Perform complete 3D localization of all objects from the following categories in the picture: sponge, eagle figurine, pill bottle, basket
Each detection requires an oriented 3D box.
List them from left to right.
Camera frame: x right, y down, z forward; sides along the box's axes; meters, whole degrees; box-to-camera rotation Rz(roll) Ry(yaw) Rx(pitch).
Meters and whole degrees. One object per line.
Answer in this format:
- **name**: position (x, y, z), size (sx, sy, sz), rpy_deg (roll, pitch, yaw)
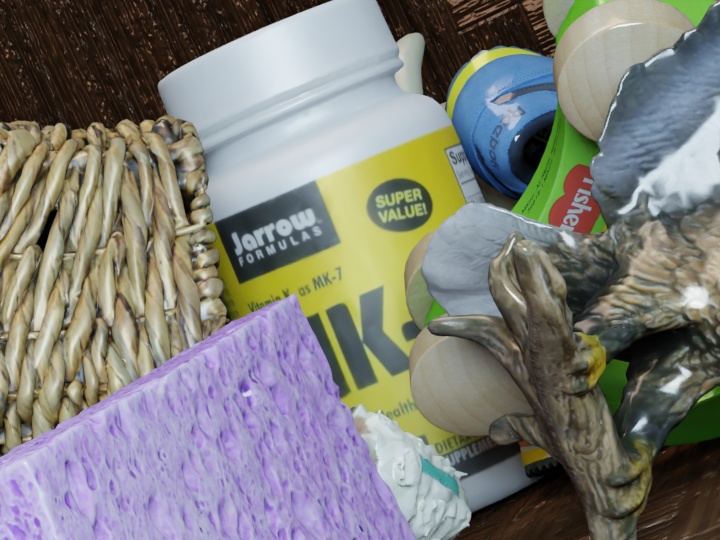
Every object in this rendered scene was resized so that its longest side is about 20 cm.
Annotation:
- **basket**: position (-0.131, 0.027, 0.888), size (0.148, 0.144, 0.200), rpy_deg (-6, -21, -9)
- **sponge**: position (-0.033, 0.078, 0.610), size (0.030, 0.112, 0.200), rpy_deg (-25, 2, 20)
- **pill bottle**: position (0.000, 0.000, 0.936), size (0.114, 0.201, 0.114), rpy_deg (-23, 2, 1)
- **eagle figurine**: position (0.130, -0.003, 0.690), size (0.200, 0.151, 0.152), rpy_deg (-37, -5, -18)

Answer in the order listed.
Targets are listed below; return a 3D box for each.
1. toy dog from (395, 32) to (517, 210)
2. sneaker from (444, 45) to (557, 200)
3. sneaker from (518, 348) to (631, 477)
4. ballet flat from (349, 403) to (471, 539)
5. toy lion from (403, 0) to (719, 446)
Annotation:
- **toy dog**: position (0.086, -0.034, 1.125), size (0.139, 0.194, 0.200), rpy_deg (-38, -1, 39)
- **sneaker**: position (0.129, -0.034, 0.972), size (0.199, 0.066, 0.079), rpy_deg (16, 18, -23)
- **sneaker**: position (0.119, 0.007, 0.920), size (0.070, 0.091, 0.200), rpy_deg (-22, 3, 45)
- **ballet flat**: position (-0.037, 0.105, 0.822), size (0.199, 0.072, 0.072), rpy_deg (-27, 0, 43)
- **toy lion**: position (0.132, -0.019, 0.773), size (0.069, 0.190, 0.201), rpy_deg (-92, 23, -53)
